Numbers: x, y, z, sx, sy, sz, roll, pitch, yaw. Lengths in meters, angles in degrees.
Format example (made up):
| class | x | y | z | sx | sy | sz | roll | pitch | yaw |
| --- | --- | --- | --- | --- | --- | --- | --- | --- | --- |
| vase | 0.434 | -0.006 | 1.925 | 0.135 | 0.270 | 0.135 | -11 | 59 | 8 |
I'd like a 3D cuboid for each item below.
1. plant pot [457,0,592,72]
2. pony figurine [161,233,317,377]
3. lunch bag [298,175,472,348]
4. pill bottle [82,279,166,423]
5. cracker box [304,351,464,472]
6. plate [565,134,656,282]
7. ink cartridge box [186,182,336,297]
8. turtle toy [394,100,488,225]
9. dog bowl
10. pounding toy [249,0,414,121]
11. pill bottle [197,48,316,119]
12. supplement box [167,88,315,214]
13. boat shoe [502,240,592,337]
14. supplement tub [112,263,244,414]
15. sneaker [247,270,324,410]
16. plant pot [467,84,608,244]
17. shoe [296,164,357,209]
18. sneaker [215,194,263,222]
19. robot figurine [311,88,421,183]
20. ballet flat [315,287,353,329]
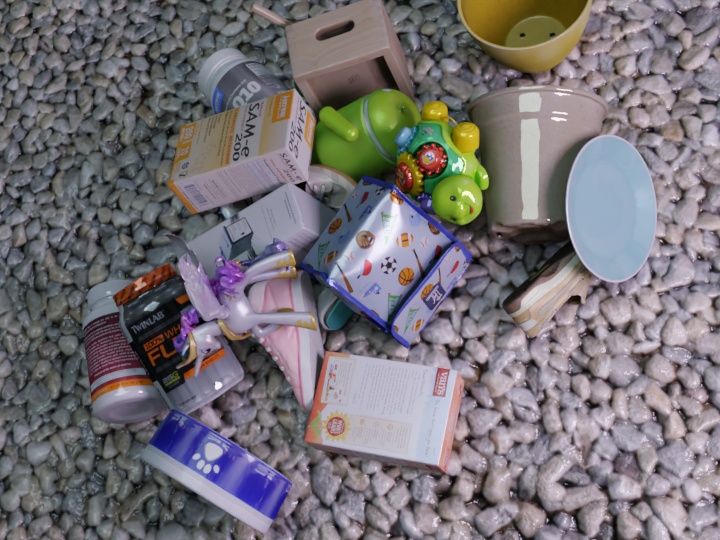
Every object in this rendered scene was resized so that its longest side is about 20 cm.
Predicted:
| class | x | y | z | sx | sy | sz | roll | pitch | yaw |
| --- | --- | --- | --- | --- | --- | --- | --- | --- | --- |
| plant pot | 0.257 | -0.381 | 1.595 | 0.199 | 0.142 | 0.201 | -6 | 67 | 15 |
| pony figurine | -0.179 | 0.033 | 1.423 | 0.199 | 0.194 | 0.167 | -19 | 21 | -6 |
| lunch bag | 0.048 | -0.006 | 1.479 | 0.170 | 0.200 | 0.124 | -52 | 29 | -4 |
| pill bottle | -0.360 | 0.121 | 1.597 | 0.112 | 0.113 | 0.201 | -19 | 64 | 9 |
| cracker box | 0.034 | 0.196 | 1.469 | 0.199 | 0.058 | 0.135 | 7 | 71 | 21 |
| plate | 0.335 | -0.083 | 1.431 | 0.026 | 0.200 | 0.201 | -2 | 64 | 50 |
| ink cartridge box | -0.137 | -0.029 | 1.549 | 0.199 | 0.146 | 0.086 | -31 | 63 | 18 |
| turtle toy | 0.111 | -0.134 | 1.457 | 0.101 | 0.146 | 0.200 | -22 | 40 | -21 |
| dog bowl | -0.194 | 0.272 | 1.429 | 0.199 | 0.200 | 0.079 | 24 | 74 | 25 |
| pounding toy | -0.043 | -0.341 | 1.651 | 0.199 | 0.184 | 0.143 | -15 | 64 | 11 |
| pill bottle | -0.171 | -0.269 | 1.699 | 0.114 | 0.114 | 0.200 | -43 | 58 | -4 |
| supplement box | -0.172 | -0.173 | 1.532 | 0.199 | 0.074 | 0.127 | -15 | 48 | 21 |
| boat shoe | 0.289 | 0.016 | 1.466 | 0.200 | 0.072 | 0.076 | -39 | 95 | -10 |
| supplement tub | -0.266 | 0.100 | 1.521 | 0.122 | 0.123 | 0.201 | -31 | 91 | 3 |
| sneaker | -0.113 | 0.105 | 1.523 | 0.104 | 0.075 | 0.201 | -8 | 90 | 13 |
| plant pot | 0.249 | -0.139 | 1.483 | 0.199 | 0.200 | 0.185 | -1 | 79 | 17 |
| shoe | -0.093 | -0.129 | 1.582 | 0.199 | 0.070 | 0.053 | 20 | 46 | 14 |
| sneaker | -0.180 | -0.125 | 1.623 | 0.072 | 0.072 | 0.200 | -22 | 26 | 16 |
| robot figurine | 0.010 | -0.200 | 1.594 | 0.199 | 0.175 | 0.116 | -23 | 75 | 33 |
| ballet flat | 0.000 | 0.000 | 1.566 | 0.200 | 0.069 | 0.069 | -47 | 62 | -4 |
